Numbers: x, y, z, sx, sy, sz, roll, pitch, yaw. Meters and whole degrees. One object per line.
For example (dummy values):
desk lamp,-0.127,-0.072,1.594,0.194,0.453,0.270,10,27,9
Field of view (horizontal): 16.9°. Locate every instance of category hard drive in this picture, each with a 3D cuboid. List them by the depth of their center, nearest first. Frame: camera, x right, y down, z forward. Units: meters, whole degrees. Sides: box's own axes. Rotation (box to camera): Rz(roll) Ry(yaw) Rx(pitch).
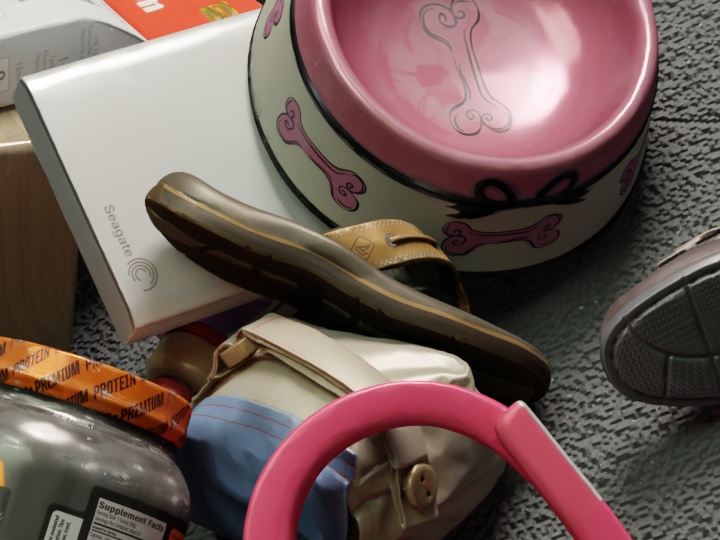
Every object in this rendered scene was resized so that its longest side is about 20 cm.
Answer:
hard drive,-0.048,-0.057,1.149,0.199,0.027,0.133,-20,76,-27

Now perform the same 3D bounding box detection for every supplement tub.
supplement tub,-0.144,0.136,1.001,0.122,0.122,0.201,8,75,37

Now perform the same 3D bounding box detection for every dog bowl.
dog bowl,0.050,-0.101,1.136,0.198,0.074,0.202,6,62,-12

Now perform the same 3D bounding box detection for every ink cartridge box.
ink cartridge box,-0.163,-0.156,1.243,0.199,0.048,0.160,-20,44,-31

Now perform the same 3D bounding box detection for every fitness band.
fitness band,0.041,0.136,0.965,0.143,0.037,0.201,-37,79,0

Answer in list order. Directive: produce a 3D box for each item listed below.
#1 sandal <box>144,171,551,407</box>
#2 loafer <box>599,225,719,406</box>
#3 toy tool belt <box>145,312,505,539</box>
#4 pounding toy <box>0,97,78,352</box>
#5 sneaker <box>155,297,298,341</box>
sandal,0.000,0.000,1.084,0.199,0.082,0.055,27,70,0
loafer,0.195,-0.001,1.052,0.199,0.072,0.063,-23,24,5
toy tool belt,-0.042,0.087,1.072,0.199,0.125,0.123,9,49,38
pounding toy,-0.230,-0.010,1.240,0.141,0.201,0.184,-7,37,-21
sneaker,-0.036,-0.049,1.196,0.200,0.115,0.073,-42,41,-9
